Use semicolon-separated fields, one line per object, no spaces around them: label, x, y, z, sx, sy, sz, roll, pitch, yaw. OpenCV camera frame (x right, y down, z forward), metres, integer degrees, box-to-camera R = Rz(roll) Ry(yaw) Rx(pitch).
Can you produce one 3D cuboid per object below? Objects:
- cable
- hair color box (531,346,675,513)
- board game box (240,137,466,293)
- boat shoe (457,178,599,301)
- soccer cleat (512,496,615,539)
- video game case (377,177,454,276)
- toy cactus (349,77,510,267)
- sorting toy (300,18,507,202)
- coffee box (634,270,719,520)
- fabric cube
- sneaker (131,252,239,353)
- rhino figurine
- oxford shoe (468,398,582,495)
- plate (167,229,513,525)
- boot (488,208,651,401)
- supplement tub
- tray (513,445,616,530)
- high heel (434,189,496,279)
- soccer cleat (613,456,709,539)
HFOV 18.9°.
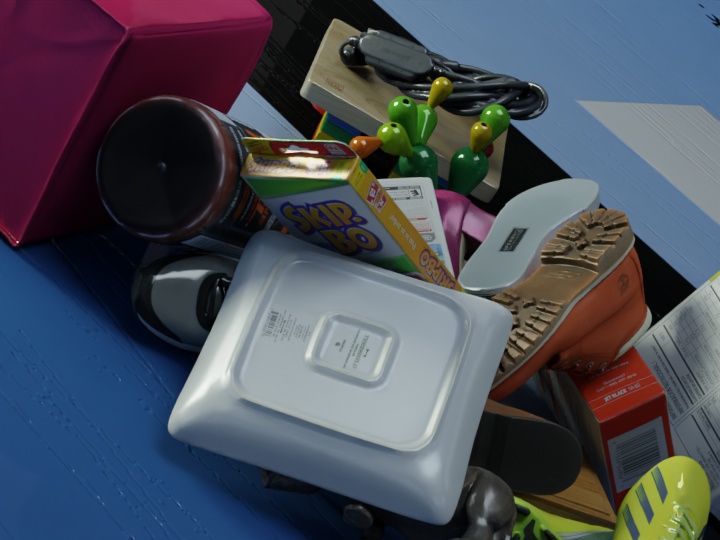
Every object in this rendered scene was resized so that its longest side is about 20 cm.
cable;0.084;-0.175;2.014;0.199;0.051;0.163;21;7;20
hair color box;0.184;0.084;1.744;0.064;0.111;0.200;-23;42;-8
board game box;-0.006;-0.028;1.547;0.095;0.030;0.200;4;-33;36
boat shoe;0.140;-0.005;1.718;0.073;0.068;0.199;1;30;25
soccer cleat;0.134;0.203;1.548;0.199;0.065;0.084;19;-3;-19
video game case;0.000;0.000;1.688;0.143;0.018;0.200;-3;42;-8
toy cactus;0.050;-0.070;1.892;0.200;0.102;0.166;-27;101;-30
sorting toy;0.034;-0.134;2.048;0.200;0.070;0.199;29;23;-6
coffee box;0.368;0.115;1.759;0.200;0.198;0.200;39;17;-35
fabric cube;-0.224;-0.162;1.625;0.200;0.197;0.199;40;24;17
sneaker;-0.066;0.028;1.552;0.199;0.074;0.079;13;-14;-16
rhino figurine;0.014;0.150;1.461;0.199;0.060;0.088;19;42;5
oxford shoe;0.054;0.111;1.536;0.199;0.072;0.071;20;3;-12
plate;-0.008;0.061;1.473;0.199;0.032;0.200;18;49;4
boot;0.147;0.054;1.622;0.200;0.108;0.075;-40;35;-27
supplement tub;-0.109;-0.063;1.604;0.107;0.107;0.200;40;8;18
tray;0.093;0.143;1.621;0.199;0.037;0.099;20;26;-25
high heel;0.045;0.011;1.735;0.096;0.067;0.200;21;56;17
soccer cleat;0.195;0.201;1.465;0.065;0.084;0.200;43;55;-6
